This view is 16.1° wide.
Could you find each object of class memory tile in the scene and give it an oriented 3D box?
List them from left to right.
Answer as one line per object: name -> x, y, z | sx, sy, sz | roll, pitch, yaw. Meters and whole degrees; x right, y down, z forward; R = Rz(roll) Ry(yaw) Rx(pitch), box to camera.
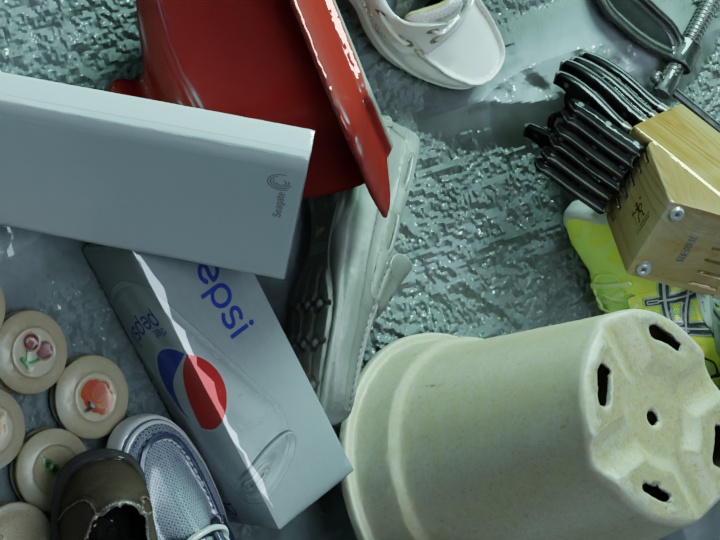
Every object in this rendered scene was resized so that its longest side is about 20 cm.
memory tile -> -0.233, 0.077, 1.458 | 0.200, 0.017, 0.154 | 39, 69, -29

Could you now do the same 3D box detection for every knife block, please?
knife block -> 0.210, -0.064, 1.672 | 0.199, 0.064, 0.176 | 14, 37, -21

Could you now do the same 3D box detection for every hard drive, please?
hard drive -> -0.131, -0.053, 1.409 | 0.199, 0.132, 0.027 | 10, 60, -2

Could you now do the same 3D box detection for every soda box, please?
soda box -> -0.085, 0.055, 1.531 | 0.068, 0.063, 0.201 | -35, 109, -29

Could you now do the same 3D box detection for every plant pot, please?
plant pot -> 0.120, 0.112, 1.567 | 0.200, 0.183, 0.201 | 18, 62, -37

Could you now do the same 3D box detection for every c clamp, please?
c clamp -> 0.234, -0.213, 1.780 | 0.171, 0.027, 0.201 | 31, 74, -25

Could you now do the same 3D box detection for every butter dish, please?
butter dish -> -0.076, -0.116, 1.480 | 0.147, 0.199, 0.201 | -23, 76, 2

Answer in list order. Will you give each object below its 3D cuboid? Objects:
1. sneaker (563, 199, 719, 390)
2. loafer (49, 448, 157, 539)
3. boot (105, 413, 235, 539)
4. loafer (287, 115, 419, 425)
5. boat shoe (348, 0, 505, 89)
sneaker -> 0.199, 0.033, 1.720 | 0.200, 0.075, 0.076 | 51, 62, -22
loafer -> -0.150, 0.207, 1.462 | 0.073, 0.071, 0.201 | -5, 103, -15
boot -> -0.084, 0.180, 1.510 | 0.073, 0.090, 0.201 | -29, 108, -34
loafer -> 0.000, 0.000, 1.587 | 0.070, 0.070, 0.201 | 13, 82, -25
boat shoe -> 0.037, -0.171, 1.595 | 0.200, 0.069, 0.071 | 38, 79, -42
